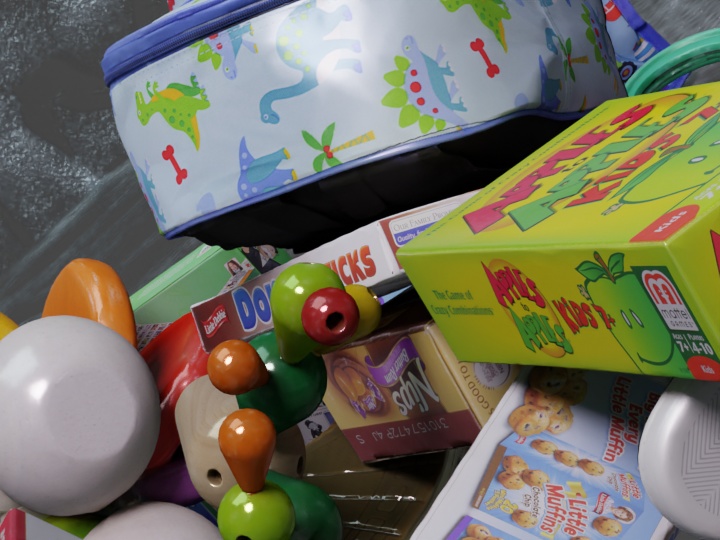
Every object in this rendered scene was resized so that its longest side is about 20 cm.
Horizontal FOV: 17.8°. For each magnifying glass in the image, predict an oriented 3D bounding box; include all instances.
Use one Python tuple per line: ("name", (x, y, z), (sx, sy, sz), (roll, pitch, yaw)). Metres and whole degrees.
("magnifying glass", (0.150, -0.060, 1.096), (0.079, 0.022, 0.200), (-15, 30, 29))

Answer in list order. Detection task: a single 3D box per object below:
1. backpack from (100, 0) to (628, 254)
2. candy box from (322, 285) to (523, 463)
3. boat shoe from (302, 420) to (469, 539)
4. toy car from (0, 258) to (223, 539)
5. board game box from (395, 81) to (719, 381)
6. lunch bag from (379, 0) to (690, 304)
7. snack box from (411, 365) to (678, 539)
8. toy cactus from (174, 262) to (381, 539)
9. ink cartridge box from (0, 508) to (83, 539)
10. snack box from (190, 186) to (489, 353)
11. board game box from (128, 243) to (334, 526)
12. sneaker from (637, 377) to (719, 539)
("backpack", (-0.006, -0.086, 0.925), (0.182, 0.148, 0.200), (-20, -2, 24))
("candy box", (0.087, 0.002, 0.924), (0.200, 0.057, 0.117), (-33, 7, -26))
("boat shoe", (0.011, 0.092, 0.973), (0.073, 0.063, 0.201), (-1, 36, 19))
("toy car", (-0.105, 0.090, 1.032), (0.150, 0.201, 0.175), (-29, 9, -27))
("board game box", (0.096, -0.015, 0.719), (0.101, 0.048, 0.200), (-36, 12, -17))
("lunch bag", (0.075, -0.047, 1.197), (0.150, 0.094, 0.200), (-30, 26, 36))
("snack box", (0.078, 0.065, 0.782), (0.200, 0.072, 0.024), (-53, -20, -40))
("toy cactus", (-0.023, 0.078, 0.838), (0.102, 0.201, 0.165), (-17, 26, -15))
("ink cartridge box", (-0.135, 0.204, 0.821), (0.201, 0.083, 0.146), (-62, 12, 3))
("snack box", (0.000, 0.000, 0.900), (0.072, 0.024, 0.200), (-18, -2, -25))
("board game box", (-0.080, 0.074, 1.120), (0.200, 0.135, 0.029), (-33, 14, 33))
("sneaker", (0.155, 0.019, 0.745), (0.200, 0.073, 0.112), (-37, 7, -16))
